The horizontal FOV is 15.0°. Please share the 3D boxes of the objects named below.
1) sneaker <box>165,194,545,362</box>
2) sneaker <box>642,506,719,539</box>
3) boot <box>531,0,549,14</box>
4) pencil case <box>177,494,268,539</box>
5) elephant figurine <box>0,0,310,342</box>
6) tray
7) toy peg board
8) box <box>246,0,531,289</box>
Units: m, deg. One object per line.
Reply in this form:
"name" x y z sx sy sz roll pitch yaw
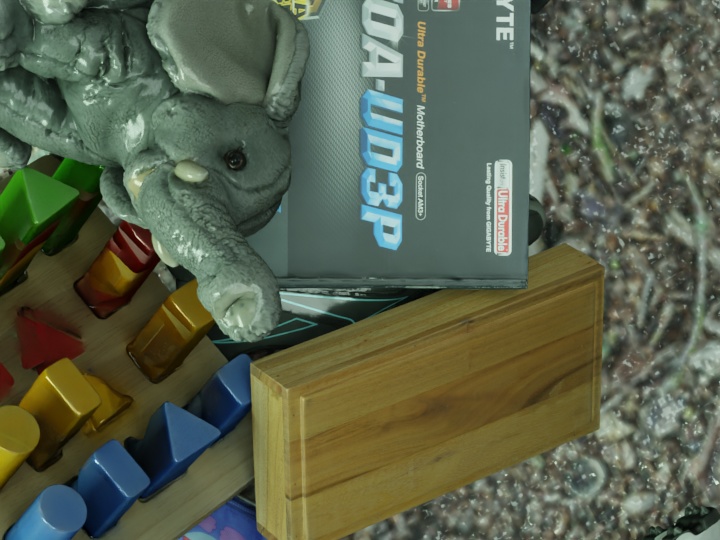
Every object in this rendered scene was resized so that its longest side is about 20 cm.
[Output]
"sneaker" 0.000 0.000 1.426 0.199 0.075 0.080 -10 103 -3
"sneaker" 0.122 0.208 1.437 0.199 0.066 0.091 -28 92 -11
"boot" 0.029 -0.176 1.426 0.150 0.073 0.200 41 76 -5
"pencil case" -0.122 0.121 1.390 0.199 0.078 0.087 32 95 -8
"elephant figurine" -0.084 -0.065 1.262 0.200 0.142 0.155 32 78 9
"tray" 0.037 0.065 1.385 0.199 0.037 0.099 -21 124 -31
"toy peg board" -0.144 0.042 1.315 0.199 0.098 0.200 49 50 7
"box" 0.005 -0.091 1.359 0.158 0.046 0.201 1 91 -2
